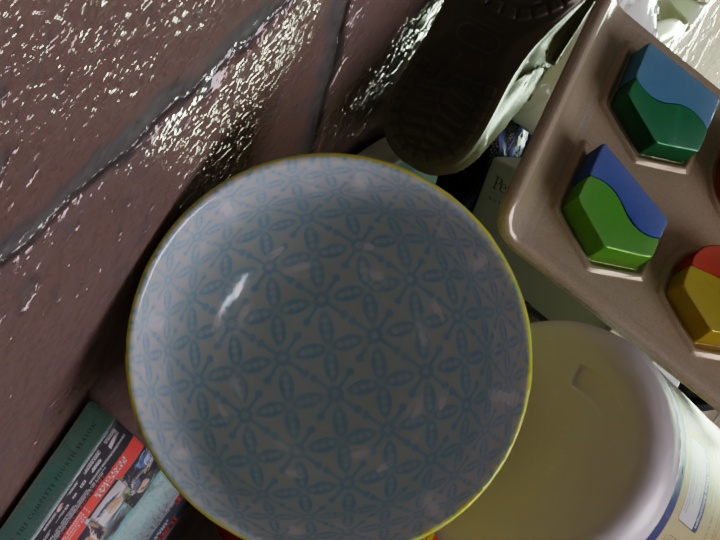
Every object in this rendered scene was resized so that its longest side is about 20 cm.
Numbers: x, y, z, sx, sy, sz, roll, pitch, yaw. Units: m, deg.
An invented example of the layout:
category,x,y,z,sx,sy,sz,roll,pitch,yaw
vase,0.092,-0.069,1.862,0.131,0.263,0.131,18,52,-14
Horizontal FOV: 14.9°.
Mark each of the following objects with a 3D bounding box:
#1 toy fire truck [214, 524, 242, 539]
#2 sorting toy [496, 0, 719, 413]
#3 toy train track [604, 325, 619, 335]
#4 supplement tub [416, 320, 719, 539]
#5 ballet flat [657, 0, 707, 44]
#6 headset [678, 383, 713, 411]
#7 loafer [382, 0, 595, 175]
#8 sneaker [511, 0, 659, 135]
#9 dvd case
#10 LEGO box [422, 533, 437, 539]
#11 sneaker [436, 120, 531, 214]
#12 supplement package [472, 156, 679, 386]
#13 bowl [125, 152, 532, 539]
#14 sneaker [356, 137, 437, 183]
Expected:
category,x,y,z,sx,sy,sz,roll,pitch,yaw
toy fire truck,-0.023,0.112,1.522,0.176,0.129,0.200,-35,168,28
sorting toy,0.176,-0.034,1.501,0.036,0.200,0.185,-29,-153,48
toy train track,0.197,0.008,1.582,0.200,0.033,0.115,28,88,-56
supplement tub,0.128,0.122,1.482,0.145,0.144,0.200,-57,148,-4
ballet flat,0.192,-0.177,1.811,0.200,0.069,0.070,-32,150,-58
headset,0.223,0.023,1.780,0.200,0.094,0.124,-10,136,-50
loafer,0.078,-0.137,1.539,0.200,0.076,0.067,-53,170,-11
sneaker,0.154,-0.157,1.631,0.116,0.074,0.200,40,79,-44
dvd case,-0.154,0.154,1.470,0.146,0.022,0.200,-56,163,-8
LEGO box,0.056,0.160,1.888,0.200,0.077,0.149,-76,-169,-64
sneaker,0.042,-0.029,1.653,0.078,0.075,0.200,-1,114,-61
supplement package,0.117,0.046,1.642,0.117,0.117,0.200,1,113,-53
bowl,-0.015,0.045,1.398,0.200,0.200,0.108,-57,178,-3
sneaker,0.000,0.000,1.533,0.200,0.082,0.074,-45,161,-39
